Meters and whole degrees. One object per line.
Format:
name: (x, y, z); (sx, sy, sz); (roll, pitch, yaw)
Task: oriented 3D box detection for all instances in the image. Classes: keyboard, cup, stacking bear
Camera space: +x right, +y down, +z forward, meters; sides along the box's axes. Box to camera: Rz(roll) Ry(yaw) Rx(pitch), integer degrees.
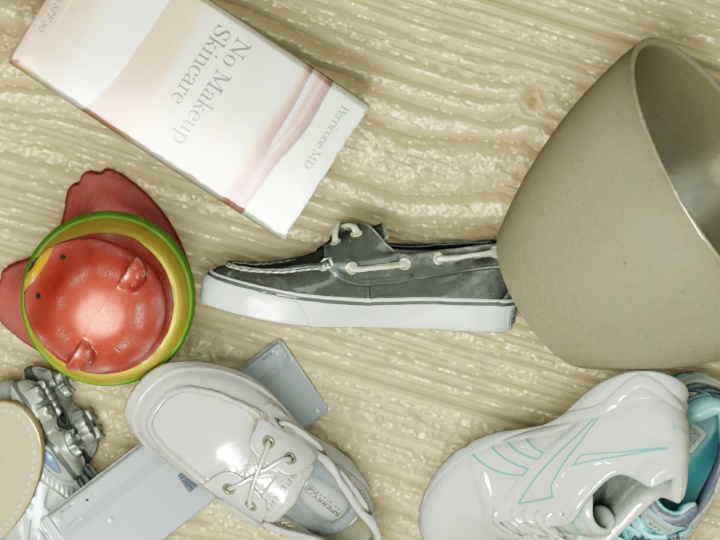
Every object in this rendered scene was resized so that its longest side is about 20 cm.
keyboard: (-0.106, 0.119, 1.678); (0.200, 0.011, 0.056); (-37, 101, -27)
cup: (0.168, -0.019, 1.651); (0.143, 0.200, 0.201); (-32, 96, 25)
stacking bear: (-0.153, 0.016, 1.615); (0.114, 0.200, 0.122); (39, 91, -5)

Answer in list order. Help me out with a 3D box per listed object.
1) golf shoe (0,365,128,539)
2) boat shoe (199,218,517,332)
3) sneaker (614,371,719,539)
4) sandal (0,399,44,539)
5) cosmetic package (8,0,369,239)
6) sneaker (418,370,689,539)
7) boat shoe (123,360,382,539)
golf shoe: (-0.186, 0.162, 1.699); (0.097, 0.078, 0.200); (-28, 89, 16)
boat shoe: (0.000, 0.000, 1.689); (0.199, 0.071, 0.064); (2, 100, -11)
sneaker: (0.171, 0.154, 1.699); (0.077, 0.086, 0.200); (28, 92, -5)
sandal: (-0.280, 0.162, 1.651); (0.212, 0.070, 0.078); (-38, 89, 19)
cosmetic package: (-0.104, -0.113, 1.665); (0.200, 0.087, 0.104); (32, 91, -5)
sneaker: (0.116, 0.134, 1.665); (0.200, 0.080, 0.070); (-31, 136, 30)
boat shoe: (-0.055, 0.119, 1.647); (0.200, 0.069, 0.071); (32, 101, -38)
